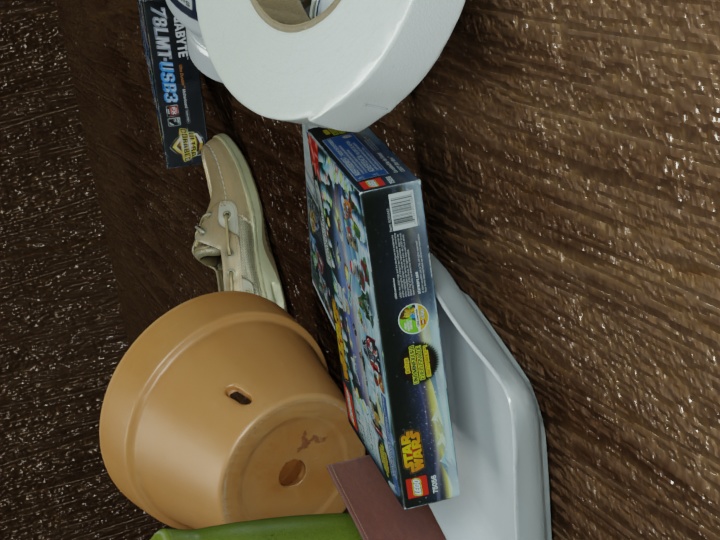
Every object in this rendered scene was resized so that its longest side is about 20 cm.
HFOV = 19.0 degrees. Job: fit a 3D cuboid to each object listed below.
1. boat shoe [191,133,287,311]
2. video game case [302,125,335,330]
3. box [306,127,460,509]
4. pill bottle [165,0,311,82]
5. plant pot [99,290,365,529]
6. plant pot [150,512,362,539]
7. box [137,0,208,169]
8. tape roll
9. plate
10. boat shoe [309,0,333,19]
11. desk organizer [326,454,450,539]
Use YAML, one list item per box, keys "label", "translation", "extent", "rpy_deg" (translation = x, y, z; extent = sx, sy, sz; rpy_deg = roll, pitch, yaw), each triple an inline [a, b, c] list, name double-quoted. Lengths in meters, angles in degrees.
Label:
- label: "boat shoe"
  translation: [-0.118, -0.029, 1.921]
  extent: [0.071, 0.064, 0.201]
  rpy_deg: [104, 151, -65]
- label: "video game case"
  translation: [0.000, 0.000, 1.515]
  extent: [0.200, 0.023, 0.183]
  rpy_deg: [-117, 18, -46]
- label: "box"
  translation: [0.013, 0.023, 1.289]
  extent: [0.137, 0.040, 0.201]
  rpy_deg: [-127, 27, -67]
- label: "pill bottle"
  translation: [-0.079, -0.221, 1.421]
  extent: [0.201, 0.110, 0.111]
  rpy_deg: [91, 161, -50]
- label: "plant pot"
  translation: [-0.090, 0.134, 1.713]
  extent: [0.140, 0.199, 0.201]
  rpy_deg: [34, 138, 50]
- label: "plant pot"
  translation: [-0.059, 0.257, 1.509]
  extent: [0.200, 0.192, 0.202]
  rpy_deg: [-172, 90, -74]
- label: "box"
  translation: [-0.180, -0.232, 1.979]
  extent: [0.201, 0.049, 0.199]
  rpy_deg: [-104, 7, -45]
- label: "tape roll"
  translation: [-0.016, -0.174, 1.120]
  extent: [0.202, 0.037, 0.204]
  rpy_deg: [-10, 76, 49]
- label: "plate"
  translation: [0.072, 0.104, 1.269]
  extent: [0.200, 0.032, 0.201]
  rpy_deg: [-122, 22, -57]
- label: "boat shoe"
  translation: [0.004, -0.156, 1.226]
  extent: [0.200, 0.072, 0.066]
  rpy_deg: [90, 162, -70]
- label: "desk organizer"
  translation: [0.044, 0.195, 1.388]
  extent: [0.200, 0.077, 0.072]
  rpy_deg: [-122, 22, -56]
